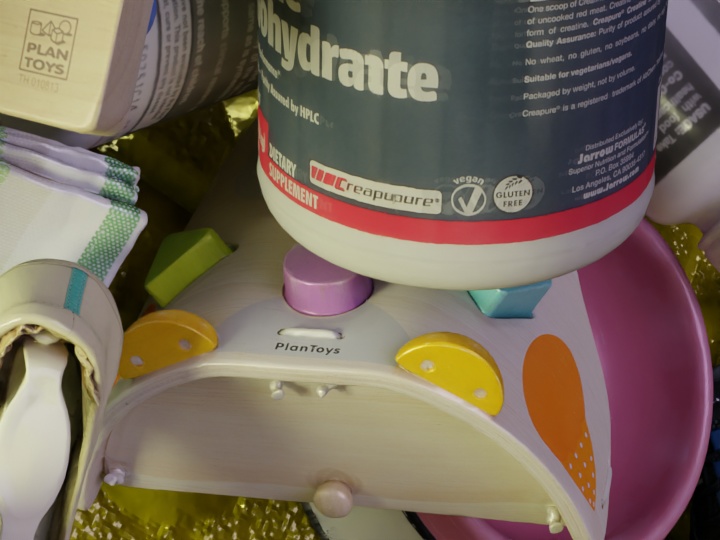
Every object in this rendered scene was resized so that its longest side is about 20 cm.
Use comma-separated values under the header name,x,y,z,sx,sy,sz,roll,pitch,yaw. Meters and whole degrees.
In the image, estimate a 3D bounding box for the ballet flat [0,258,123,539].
name,x,y,z,sx,sy,sz,roll,pitch,yaw
ballet flat,-0.126,0.094,0.765,0.069,0.069,0.201,8,106,-35

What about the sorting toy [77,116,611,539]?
name,x,y,z,sx,sy,sz,roll,pitch,yaw
sorting toy,0.000,0.000,0.857,0.107,0.198,0.181,82,17,-44

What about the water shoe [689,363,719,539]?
name,x,y,z,sx,sy,sz,roll,pitch,yaw
water shoe,0.168,0.087,1.041,0.079,0.072,0.201,29,65,2

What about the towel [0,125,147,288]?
name,x,y,z,sx,sy,sz,roll,pitch,yaw
towel,-0.182,0.009,0.761,0.199,0.031,0.150,15,110,-33

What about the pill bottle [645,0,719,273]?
name,x,y,z,sx,sy,sz,roll,pitch,yaw
pill bottle,0.134,-0.093,0.968,0.114,0.114,0.200,-35,83,-34

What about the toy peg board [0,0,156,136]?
name,x,y,z,sx,sy,sz,roll,pitch,yaw
toy peg board,-0.122,-0.159,0.735,0.098,0.199,0.201,0,103,-64

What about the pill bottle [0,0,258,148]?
name,x,y,z,sx,sy,sz,roll,pitch,yaw
pill bottle,-0.054,-0.124,0.863,0.199,0.114,0.115,-23,96,-36

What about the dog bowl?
name,x,y,z,sx,sy,sz,roll,pitch,yaw
dog bowl,0.065,0.047,0.955,0.199,0.074,0.202,7,78,-35

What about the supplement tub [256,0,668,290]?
name,x,y,z,sx,sy,sz,roll,pitch,yaw
supplement tub,0.035,-0.108,0.756,0.140,0.140,0.201,-23,126,-36
